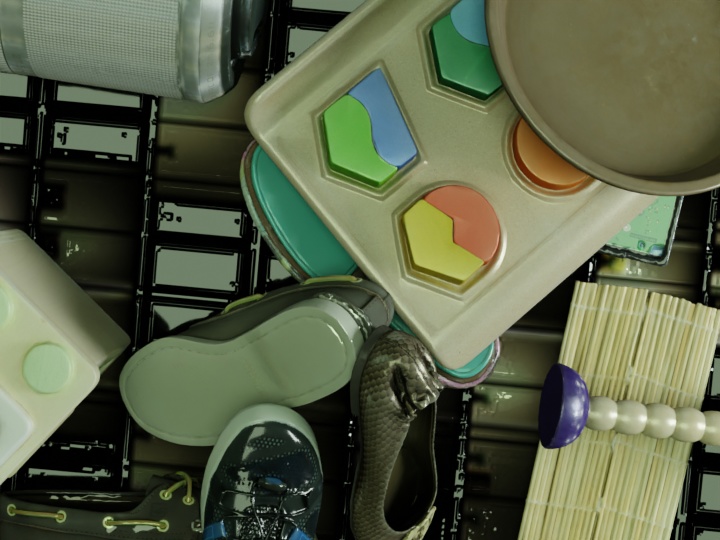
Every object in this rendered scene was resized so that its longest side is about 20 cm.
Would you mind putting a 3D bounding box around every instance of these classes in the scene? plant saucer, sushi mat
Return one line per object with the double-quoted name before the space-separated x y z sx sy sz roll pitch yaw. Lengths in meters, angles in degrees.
"plant saucer" 0.163 -0.136 1.038 0.198 0.029 0.202 5 72 -14
"sushi mat" 0.158 0.110 1.109 0.095 0.012 0.202 13 94 1

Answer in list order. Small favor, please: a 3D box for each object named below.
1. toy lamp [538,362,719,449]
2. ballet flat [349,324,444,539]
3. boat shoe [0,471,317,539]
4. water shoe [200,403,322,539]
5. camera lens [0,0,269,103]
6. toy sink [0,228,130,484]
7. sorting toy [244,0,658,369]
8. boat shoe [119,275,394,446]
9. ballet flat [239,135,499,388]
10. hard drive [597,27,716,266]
"toy lamp" 0.208 0.094 1.075 0.198 0.058 0.059 10 94 -9
"ballet flat" 0.027 0.110 1.039 0.046 0.201 0.068 22 51 22
"boat shoe" -0.127 0.156 1.093 0.199 0.072 0.061 -7 97 5
"water shoe" -0.057 0.178 1.018 0.071 0.079 0.202 5 107 -16
"camera lens" -0.152 -0.188 1.030 0.198 0.160 0.162 9 94 2
"toy sink" -0.223 0.063 1.028 0.112 0.200 0.130 44 93 0
"sorting toy" 0.060 -0.074 1.038 0.185 0.036 0.201 -40 92 -8
"boat shoe" -0.063 0.053 1.061 0.201 0.060 0.073 -19 103 40
"ballet flat" 0.000 0.000 1.080 0.200 0.071 0.069 41 76 -4
"hard drive" 0.105 -0.092 1.088 0.198 0.038 0.141 12 94 2
